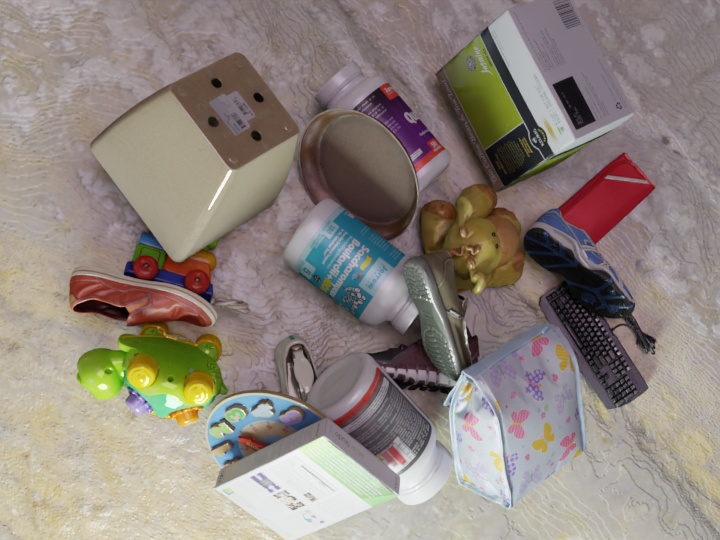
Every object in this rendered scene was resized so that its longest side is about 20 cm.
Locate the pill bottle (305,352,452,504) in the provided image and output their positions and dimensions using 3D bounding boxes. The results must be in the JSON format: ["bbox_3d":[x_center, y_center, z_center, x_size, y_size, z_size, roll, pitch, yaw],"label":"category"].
[{"bbox_3d":[0.029,0.214,1.487,0.116,0.116,0.200,-48,114,-14],"label":"pill bottle"}]

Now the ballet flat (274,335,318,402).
[{"bbox_3d":[-0.073,0.186,1.524,0.069,0.069,0.202,-14,83,-13],"label":"ballet flat"}]

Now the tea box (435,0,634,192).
[{"bbox_3d":[0.241,-0.250,1.579,0.133,0.196,0.201,-25,86,-33],"label":"tea box"}]

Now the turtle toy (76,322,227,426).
[{"bbox_3d":[-0.272,0.138,1.467,0.198,0.146,0.102,16,112,-7],"label":"turtle toy"}]

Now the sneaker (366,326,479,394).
[{"bbox_3d":[0.078,0.107,1.570,0.198,0.076,0.117,10,72,-18],"label":"sneaker"}]

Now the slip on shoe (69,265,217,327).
[{"bbox_3d":[-0.287,0.048,1.468,0.198,0.074,0.062,13,62,-6],"label":"slip on shoe"}]

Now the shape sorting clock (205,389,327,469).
[{"bbox_3d":[-0.109,0.234,1.455,0.199,0.200,0.039,30,44,-4],"label":"shape sorting clock"}]

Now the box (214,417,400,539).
[{"bbox_3d":[-0.068,0.272,1.432,0.144,0.199,0.037,43,37,-27],"label":"box"}]

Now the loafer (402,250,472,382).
[{"bbox_3d":[0.119,0.061,1.480,0.069,0.075,0.201,-31,121,-23],"label":"loafer"}]

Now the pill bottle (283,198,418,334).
[{"bbox_3d":[0.000,0.000,1.537,0.199,0.111,0.111,36,76,4],"label":"pill bottle"}]

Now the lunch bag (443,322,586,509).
[{"bbox_3d":[0.206,0.182,1.496,0.169,0.127,0.201,-30,124,-32],"label":"lunch bag"}]

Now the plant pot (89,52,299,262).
[{"bbox_3d":[-0.197,-0.167,1.469,0.200,0.177,0.200,-36,88,-41],"label":"plant pot"}]

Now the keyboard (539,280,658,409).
[{"bbox_3d":[0.362,0.094,1.646,0.127,0.021,0.201,-33,88,-14],"label":"keyboard"}]

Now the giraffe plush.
[{"bbox_3d":[0.154,-0.035,1.554,0.200,0.162,0.173,-39,89,-15],"label":"giraffe plush"}]

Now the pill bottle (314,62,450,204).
[{"bbox_3d":[0.028,-0.194,1.584,0.112,0.112,0.200,-41,90,-14],"label":"pill bottle"}]

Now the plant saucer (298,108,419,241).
[{"bbox_3d":[0.002,-0.135,1.541,0.200,0.200,0.032,48,47,0],"label":"plant saucer"}]

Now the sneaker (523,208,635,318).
[{"bbox_3d":[0.326,-0.011,1.611,0.200,0.076,0.077,43,49,-12],"label":"sneaker"}]

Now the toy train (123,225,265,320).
[{"bbox_3d":[-0.214,-0.007,1.528,0.198,0.085,0.117,16,64,-8],"label":"toy train"}]

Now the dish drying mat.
[{"bbox_3d":[0.351,-0.090,1.676,0.200,0.018,0.077,-40,90,-15],"label":"dish drying mat"}]
